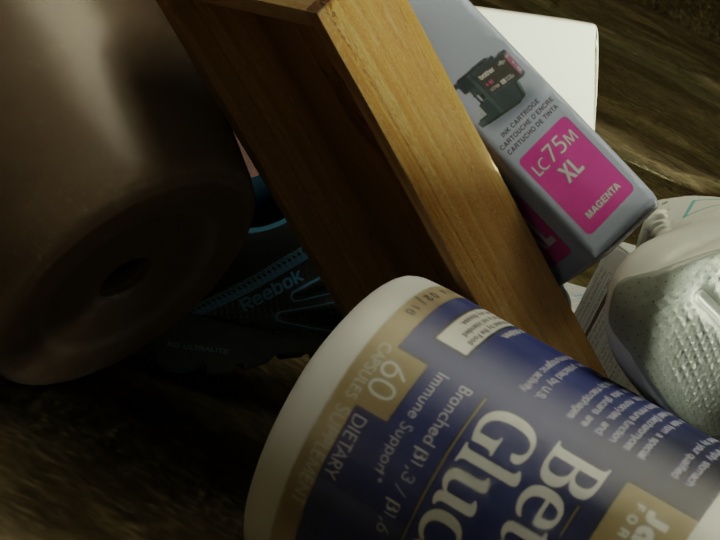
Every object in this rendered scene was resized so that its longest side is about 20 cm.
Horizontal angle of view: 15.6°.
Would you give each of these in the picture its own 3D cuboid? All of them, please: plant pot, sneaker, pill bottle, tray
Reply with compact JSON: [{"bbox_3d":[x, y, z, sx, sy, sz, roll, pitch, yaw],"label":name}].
[{"bbox_3d":[-0.132,-0.057,0.951,0.175,0.200,0.200,52,24,23],"label":"plant pot"},{"bbox_3d":[0.000,0.000,1.051,0.199,0.082,0.073,2,24,-25],"label":"sneaker"},{"bbox_3d":[0.072,0.094,0.838,0.199,0.111,0.111,29,14,18],"label":"pill bottle"},{"bbox_3d":[0.121,0.010,0.917,0.080,0.071,0.200,26,13,26],"label":"sneaker"},{"bbox_3d":[0.010,-0.028,0.907,0.098,0.037,0.200,18,-35,49],"label":"tray"}]

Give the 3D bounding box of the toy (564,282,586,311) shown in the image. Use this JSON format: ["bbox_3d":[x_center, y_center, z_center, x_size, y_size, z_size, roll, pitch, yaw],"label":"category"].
[{"bbox_3d":[0.049,0.023,1.188,0.199,0.047,0.115,22,18,29],"label":"toy"}]

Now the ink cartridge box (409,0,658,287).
[{"bbox_3d":[0.008,-0.071,0.936,0.200,0.042,0.119,48,-20,0],"label":"ink cartridge box"}]

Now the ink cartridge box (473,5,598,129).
[{"bbox_3d":[-0.002,-0.086,1.282,0.146,0.083,0.199,2,1,-43],"label":"ink cartridge box"}]

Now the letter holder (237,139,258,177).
[{"bbox_3d":[-0.055,-0.098,1.154,0.100,0.201,0.142,31,14,24],"label":"letter holder"}]

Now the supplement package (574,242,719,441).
[{"bbox_3d":[0.167,0.090,1.025,0.109,0.114,0.200,14,19,-40],"label":"supplement package"}]
